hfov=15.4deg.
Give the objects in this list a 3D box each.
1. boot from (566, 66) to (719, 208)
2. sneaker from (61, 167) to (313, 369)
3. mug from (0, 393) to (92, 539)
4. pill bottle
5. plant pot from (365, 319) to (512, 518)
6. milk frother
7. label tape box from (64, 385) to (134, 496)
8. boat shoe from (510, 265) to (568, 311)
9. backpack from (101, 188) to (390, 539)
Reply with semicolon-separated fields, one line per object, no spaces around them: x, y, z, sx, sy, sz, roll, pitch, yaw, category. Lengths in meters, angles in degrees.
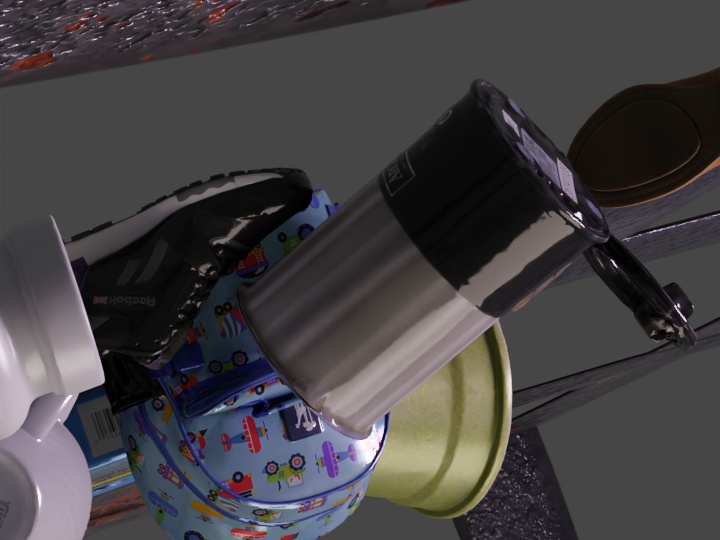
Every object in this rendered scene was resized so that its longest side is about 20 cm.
0.243;-0.092;1.728;0.200;0.074;0.155;-27;165;25;boot
-0.108;0.008;1.539;0.199;0.088;0.076;-23;171;18;sneaker
-0.252;0.141;1.890;0.200;0.147;0.175;-56;-178;-4;mug
-0.241;0.046;1.392;0.199;0.116;0.116;-19;172;-7;pill bottle
-0.015;0.093;2.038;0.184;0.201;0.200;0;162;-32;plant pot
0.068;0.021;1.544;0.188;0.200;0.180;-40;180;15;milk frother
-0.228;0.146;2.220;0.144;0.064;0.200;-19;172;-8;label tape box
0.101;-0.037;1.751;0.074;0.073;0.200;-38;162;-10;boat shoe
-0.065;0.071;1.660;0.182;0.201;0.134;-14;170;-28;backpack
